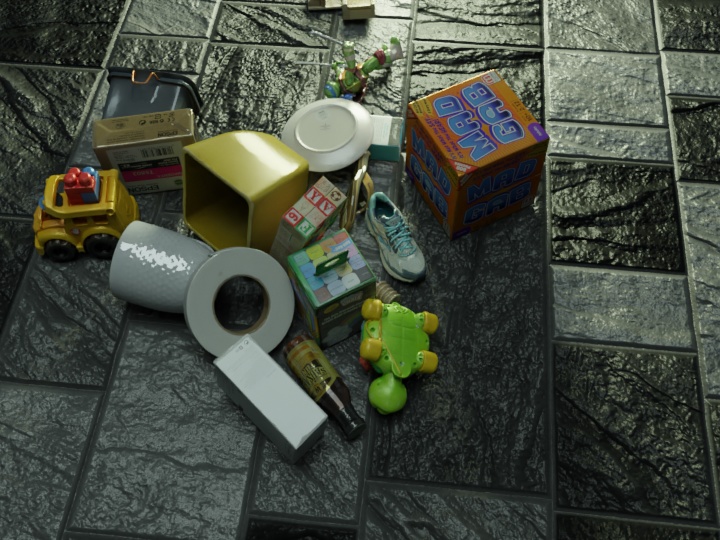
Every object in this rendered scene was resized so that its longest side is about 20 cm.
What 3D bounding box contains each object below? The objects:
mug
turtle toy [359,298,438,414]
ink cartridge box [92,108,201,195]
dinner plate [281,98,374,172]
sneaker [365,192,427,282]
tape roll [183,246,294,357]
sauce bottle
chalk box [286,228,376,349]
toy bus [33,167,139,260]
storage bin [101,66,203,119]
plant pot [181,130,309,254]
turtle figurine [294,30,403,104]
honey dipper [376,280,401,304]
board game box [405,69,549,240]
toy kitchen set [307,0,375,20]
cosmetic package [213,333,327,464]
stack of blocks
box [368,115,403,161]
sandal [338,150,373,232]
[{"bbox_3d":[-0.343,-0.008,1.554,0.173,0.150,0.201,16,28,5],"label":"mug"},{"bbox_3d":[0.055,0.148,1.452,0.144,0.101,0.203,15,58,-17],"label":"turtle toy"},{"bbox_3d":[-0.419,-0.234,1.675,0.197,0.166,0.076,-9,59,-3],"label":"ink cartridge box"},{"bbox_3d":[-0.069,-0.288,1.721,0.197,0.024,0.203,-5,55,6],"label":"dinner plate"},{"bbox_3d":[0.063,-0.065,1.599,0.077,0.087,0.201,-25,60,-13],"label":"sneaker"},{"bbox_3d":[-0.215,0.059,1.483,0.200,0.037,0.206,-1,93,-21],"label":"tape roll"},{"bbox_3d":[-0.060,0.200,1.444,0.066,0.066,0.200,-31,60,-18],"label":"sauce bottle"},{"bbox_3d":[-0.050,0.023,1.478,0.123,0.201,0.125,-24,59,-14],"label":"chalk box"},{"bbox_3d":[-0.543,-0.125,1.594,0.197,0.193,0.137,-5,58,0],"label":"toy bus"},{"bbox_3d":[-0.454,-0.339,1.770,0.197,0.146,0.136,8,67,7],"label":"storage bin"},{"bbox_3d":[-0.207,-0.153,1.612,0.193,0.197,0.199,37,50,23],"label":"plant pot"},{"bbox_3d":[-0.018,-0.473,1.833,0.192,0.145,0.201,-27,64,-20],"label":"turtle figurine"},{"bbox_3d":[0.000,0.000,1.591,0.038,0.038,0.200,-35,60,-20],"label":"honey dipper"},{"bbox_3d":[0.220,-0.225,1.631,0.198,0.201,0.201,-23,60,-13],"label":"board game box"},{"bbox_3d":[-0.052,-0.724,1.972,0.160,0.182,0.202,-4,52,0],"label":"toy kitchen set"},{"bbox_3d":[-0.150,0.216,1.392,0.081,0.113,0.200,-39,73,-22],"label":"cosmetic package"},{"bbox_3d":[-0.102,-0.074,1.537,0.058,0.200,0.115,41,63,4],"label":"stack of blocks"},{"bbox_3d":[-0.011,-0.285,1.766,0.197,0.049,0.083,6,58,6],"label":"box"},{"bbox_3d":[0.002,-0.161,1.679,0.053,0.081,0.202,21,53,-8],"label":"sandal"}]
